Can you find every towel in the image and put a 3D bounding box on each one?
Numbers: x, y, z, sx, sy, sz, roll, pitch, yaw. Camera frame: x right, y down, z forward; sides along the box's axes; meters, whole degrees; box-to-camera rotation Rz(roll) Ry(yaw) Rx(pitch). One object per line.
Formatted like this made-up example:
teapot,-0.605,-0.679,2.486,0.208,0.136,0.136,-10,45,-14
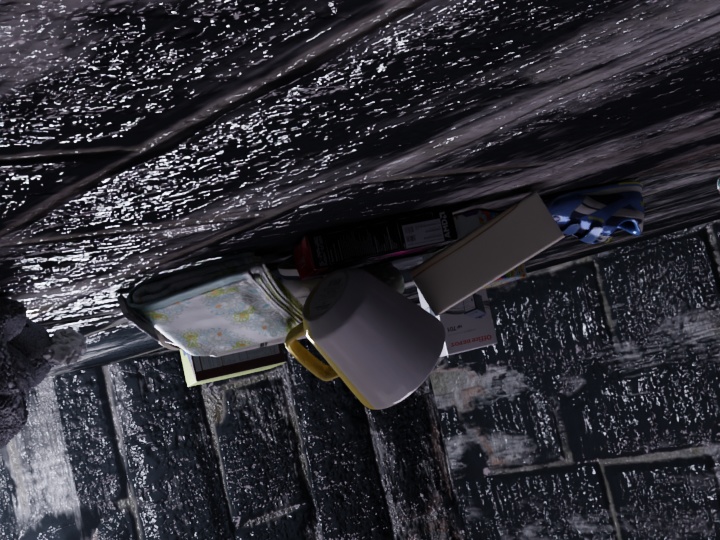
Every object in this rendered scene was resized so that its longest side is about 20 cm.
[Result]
towel,-0.187,0.053,1.605,0.199,0.048,0.171,-14,144,19

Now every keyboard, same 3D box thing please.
keyboard,-0.302,0.063,1.611,0.011,0.056,0.200,-47,-166,-5

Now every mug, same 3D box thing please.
mug,-0.008,0.088,1.546,0.187,0.153,0.150,-42,-153,12

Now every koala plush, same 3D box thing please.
koala plush,-0.453,0.120,1.494,0.177,0.184,0.200,-14,-173,16

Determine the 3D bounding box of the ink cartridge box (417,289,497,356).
ink cartridge box,0.230,0.096,2.854,0.146,0.201,0.086,-11,175,-25

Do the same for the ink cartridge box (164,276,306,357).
ink cartridge box,-0.180,0.066,1.812,0.200,0.084,0.145,-9,-167,-40

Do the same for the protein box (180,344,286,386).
protein box,-0.288,0.165,2.619,0.199,0.135,0.199,-11,175,-15

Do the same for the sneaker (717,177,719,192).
sneaker,0.664,-0.150,2.026,0.093,0.071,0.200,5,-173,29

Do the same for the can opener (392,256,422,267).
can opener,0.037,0.002,1.977,0.199,0.067,0.053,-15,176,26

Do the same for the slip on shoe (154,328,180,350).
slip on shoe,-0.333,0.102,2.177,0.060,0.076,0.200,-2,-174,20

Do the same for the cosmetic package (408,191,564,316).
cosmetic package,0.168,-0.023,1.597,0.200,0.073,0.104,-33,179,5

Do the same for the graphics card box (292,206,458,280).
graphics card box,0.018,-0.035,1.575,0.199,0.051,0.125,-13,175,-12

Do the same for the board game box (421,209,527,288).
board game box,0.170,-0.026,1.782,0.103,0.105,0.200,-15,176,19

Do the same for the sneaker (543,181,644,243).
sneaker,0.332,-0.078,1.758,0.199,0.083,0.074,-10,176,-11

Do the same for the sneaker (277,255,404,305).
sneaker,-0.023,0.027,1.664,0.199,0.081,0.076,8,-153,34
